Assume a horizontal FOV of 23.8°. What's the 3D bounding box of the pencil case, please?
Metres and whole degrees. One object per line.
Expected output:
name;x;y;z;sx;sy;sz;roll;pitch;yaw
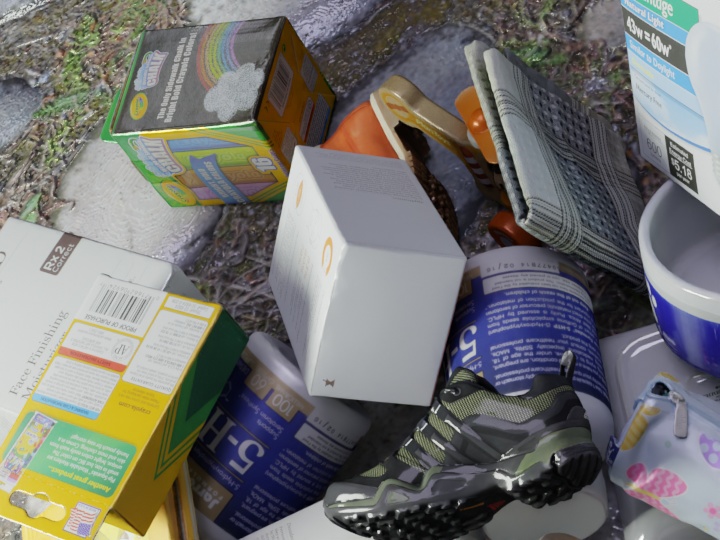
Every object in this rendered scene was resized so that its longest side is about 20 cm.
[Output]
pencil case;0.269;0.145;1.154;0.199;0.091;0.083;28;37;18

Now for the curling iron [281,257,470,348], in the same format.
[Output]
curling iron;0.019;0.038;1.431;0.199;0.026;0.050;-23;29;17

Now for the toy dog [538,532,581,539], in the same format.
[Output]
toy dog;0.172;0.272;1.145;0.095;0.132;0.201;1;53;-20

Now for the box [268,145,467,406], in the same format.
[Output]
box;0.000;0.000;1.314;0.097;0.125;0.200;7;23;-15

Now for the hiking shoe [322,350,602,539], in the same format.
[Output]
hiking shoe;0.066;0.122;1.166;0.198;0.076;0.101;-17;57;17

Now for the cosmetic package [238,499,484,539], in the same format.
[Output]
cosmetic package;-0.009;0.227;1.255;0.199;0.108;0.085;-26;52;6

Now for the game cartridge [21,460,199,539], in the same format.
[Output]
game cartridge;-0.190;0.245;1.282;0.199;0.032;0.178;-32;59;36

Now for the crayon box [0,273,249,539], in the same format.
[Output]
crayon box;-0.182;0.109;1.244;0.125;0.052;0.201;13;64;34

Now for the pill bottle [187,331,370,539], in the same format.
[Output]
pill bottle;-0.095;0.160;1.329;0.120;0.120;0.201;38;92;40

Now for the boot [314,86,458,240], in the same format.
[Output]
boot;0.017;-0.064;1.478;0.107;0.075;0.201;-32;44;12

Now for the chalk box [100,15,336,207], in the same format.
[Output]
chalk box;-0.144;-0.142;1.574;0.198;0.124;0.125;-2;58;27

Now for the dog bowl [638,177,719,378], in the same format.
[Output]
dog bowl;0.306;-0.009;1.242;0.198;0.079;0.201;-11;35;8

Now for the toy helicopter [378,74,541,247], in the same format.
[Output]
toy helicopter;0.090;-0.105;1.402;0.200;0.132;0.079;37;78;25

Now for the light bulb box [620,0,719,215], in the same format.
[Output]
light bulb box;0.286;-0.148;1.197;0.124;0.201;0.198;-24;35;-14

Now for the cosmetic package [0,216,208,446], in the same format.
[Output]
cosmetic package;-0.227;0.082;1.427;0.199;0.165;0.166;15;65;34

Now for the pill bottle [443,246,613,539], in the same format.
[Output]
pill bottle;0.124;0.095;1.262;0.119;0.120;0.201;-17;52;15

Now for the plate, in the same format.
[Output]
plate;0.270;0.100;1.254;0.198;0.032;0.201;-19;51;13

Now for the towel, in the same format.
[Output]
towel;0.168;-0.081;1.332;0.034;0.192;0.201;-39;45;28
